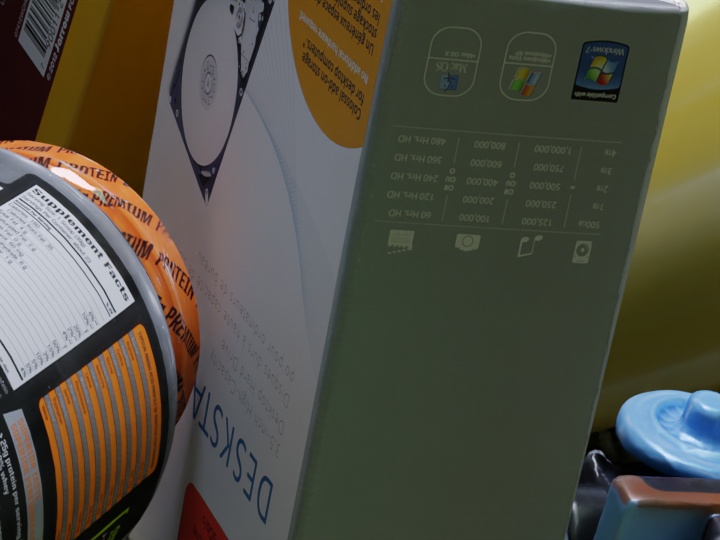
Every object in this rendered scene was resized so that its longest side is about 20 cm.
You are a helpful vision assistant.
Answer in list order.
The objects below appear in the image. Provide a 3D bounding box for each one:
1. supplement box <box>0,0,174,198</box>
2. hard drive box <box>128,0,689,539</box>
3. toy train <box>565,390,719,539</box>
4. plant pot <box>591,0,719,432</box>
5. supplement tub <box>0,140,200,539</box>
[{"bbox_3d":[-0.077,-0.139,1.025,0.132,0.198,0.200,-3,39,-34],"label":"supplement box"},{"bbox_3d":[0.000,0.000,0.741,0.076,0.201,0.156,2,21,-22],"label":"hard drive box"},{"bbox_3d":[0.142,0.089,0.749,0.199,0.087,0.114,5,27,-22],"label":"toy train"},{"bbox_3d":[0.070,-0.033,0.907,0.188,0.202,0.200,-25,38,-36],"label":"plant pot"},{"bbox_3d":[-0.121,0.041,0.667,0.122,0.123,0.200,17,23,17],"label":"supplement tub"}]
